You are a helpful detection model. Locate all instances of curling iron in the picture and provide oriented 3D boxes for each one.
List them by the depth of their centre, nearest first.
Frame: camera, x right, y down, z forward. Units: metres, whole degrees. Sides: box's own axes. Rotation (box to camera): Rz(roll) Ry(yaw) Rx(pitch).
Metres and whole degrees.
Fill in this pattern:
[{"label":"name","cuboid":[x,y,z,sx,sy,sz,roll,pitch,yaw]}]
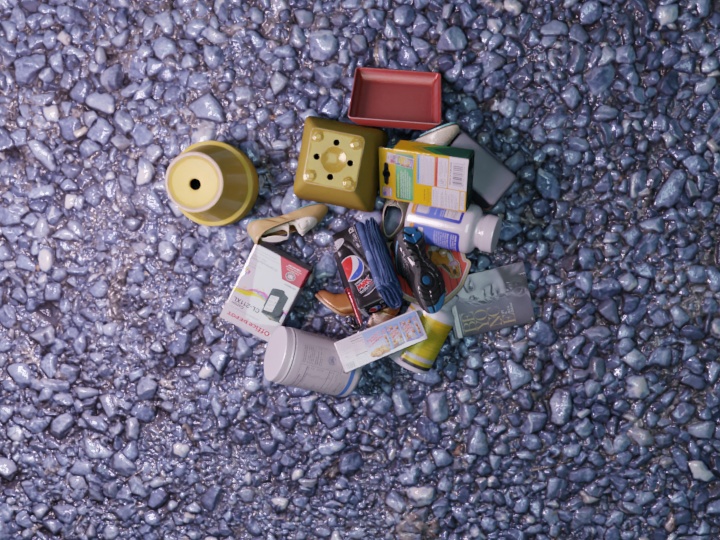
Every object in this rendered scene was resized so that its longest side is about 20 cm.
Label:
[{"label":"curling iron","cuboid":[-0.034,0.054,1.391,0.049,0.026,0.201,-13,74,0]}]

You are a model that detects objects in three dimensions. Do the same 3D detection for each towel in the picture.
[{"label":"towel","cuboid":[0.047,-0.018,1.343,0.048,0.112,0.200,-24,53,8]}]

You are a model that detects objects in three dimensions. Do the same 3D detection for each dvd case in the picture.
[{"label":"dvd case","cuboid":[0.308,0.073,1.446,0.199,0.016,0.149,-13,96,5]}]

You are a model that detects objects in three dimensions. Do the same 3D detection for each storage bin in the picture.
[{"label":"storage bin","cuboid":[0.249,-0.220,1.355,0.200,0.134,0.146,40,97,-1]}]

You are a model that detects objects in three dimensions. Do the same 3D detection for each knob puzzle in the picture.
[{"label":"knob puzzle","cuboid":[0.156,-0.003,1.377,0.219,0.030,0.220,-5,58,7]}]

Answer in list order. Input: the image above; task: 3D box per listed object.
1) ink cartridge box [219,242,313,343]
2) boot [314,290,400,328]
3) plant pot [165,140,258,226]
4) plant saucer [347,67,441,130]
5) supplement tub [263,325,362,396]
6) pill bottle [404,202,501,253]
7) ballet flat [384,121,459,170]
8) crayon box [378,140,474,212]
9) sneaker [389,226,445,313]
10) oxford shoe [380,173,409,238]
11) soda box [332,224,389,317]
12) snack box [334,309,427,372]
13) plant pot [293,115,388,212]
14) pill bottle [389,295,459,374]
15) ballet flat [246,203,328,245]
[{"label":"ink cartridge box","cuboid":[-0.223,0.052,1.435,0.145,0.083,0.200,27,97,-1]},{"label":"boot","cuboid":[0.005,0.046,1.437,0.199,0.074,0.155,24,89,2]},{"label":"plant pot","cuboid":[-0.348,-0.196,1.359,0.200,0.189,0.202,0,98,3]},{"label":"plant saucer","cuboid":[0.079,-0.380,1.341,0.199,0.200,0.037,5,140,2]},{"label":"supplement tub","cuboid":[-0.108,0.212,1.392,0.199,0.132,0.132,18,98,-25]},{"label":"pill bottle","cuboid":[0.210,-0.102,1.353,0.199,0.112,0.112,16,98,21]},{"label":"ballet flat","cuboid":[0.139,-0.267,1.326,0.200,0.067,0.063,-14,89,39]},{"label":"crayon box","cuboid":[0.141,-0.207,1.295,0.199,0.052,0.126,13,129,20]},{"label":"sneaker","cuboid":[0.126,0.005,1.331,0.073,0.082,0.201,-8,72,-31]},{"label":"oxford shoe","cuboid":[0.090,-0.169,1.398,0.071,0.074,0.201,8,96,4]},{"label":"soda box","cuboid":[0.000,0.000,1.382,0.063,0.071,0.201,-24,65,7]},{"label":"snack box","cuboid":[0.046,0.158,1.346,0.199,0.024,0.072,-22,78,0]},{"label":"plant pot","cuboid":[-0.050,-0.241,1.334,0.193,0.200,0.196,11,96,1]},{"label":"pill bottle","cuboid":[0.152,0.133,1.412,0.112,0.112,0.200,27,97,-1]},{"label":"ballet flat","cuboid":[-0.163,-0.102,1.401,0.199,0.069,0.063,-17,61,-13]}]
